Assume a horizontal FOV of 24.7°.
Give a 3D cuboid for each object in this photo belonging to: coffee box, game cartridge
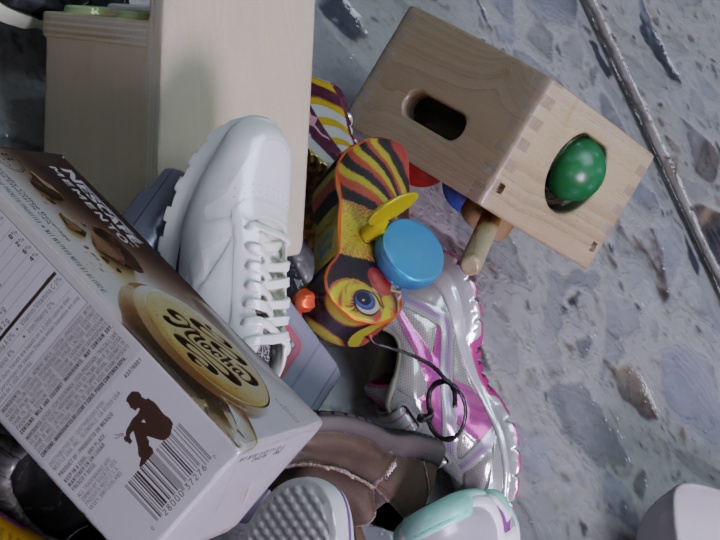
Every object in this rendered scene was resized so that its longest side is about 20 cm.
[{"bbox_3d":[-0.128,0.036,0.789,0.200,0.080,0.113,45,13,13],"label":"coffee box"},{"bbox_3d":[-0.093,0.055,0.950,0.134,0.041,0.200,-54,135,-20],"label":"game cartridge"}]

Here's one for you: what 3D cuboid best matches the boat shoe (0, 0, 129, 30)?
[{"bbox_3d":[-0.184,-0.191,1.034,0.075,0.066,0.199,56,15,12],"label":"boat shoe"}]

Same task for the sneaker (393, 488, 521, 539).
[{"bbox_3d":[0.089,0.224,1.015,0.200,0.077,0.141,53,13,-57],"label":"sneaker"}]

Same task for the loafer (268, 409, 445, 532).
[{"bbox_3d":[-0.014,0.122,0.970,0.199,0.073,0.072,18,76,-50],"label":"loafer"}]

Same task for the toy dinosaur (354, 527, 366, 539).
[{"bbox_3d":[0.014,0.218,1.038,0.201,0.060,0.106,66,9,5],"label":"toy dinosaur"}]

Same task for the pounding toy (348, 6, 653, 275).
[{"bbox_3d":[0.098,-0.075,1.199,0.200,0.143,0.184,35,6,41],"label":"pounding toy"}]

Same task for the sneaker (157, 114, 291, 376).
[{"bbox_3d":[-0.067,0.016,0.882,0.076,0.080,0.202,19,84,-48],"label":"sneaker"}]

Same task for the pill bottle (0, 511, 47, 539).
[{"bbox_3d":[-0.181,0.175,0.799,0.200,0.104,0.105,37,42,-25],"label":"pill bottle"}]

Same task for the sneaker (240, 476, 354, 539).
[{"bbox_3d":[-0.021,0.211,0.937,0.114,0.072,0.202,-2,104,-53],"label":"sneaker"}]

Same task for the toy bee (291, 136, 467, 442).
[{"bbox_3d":[0.000,0.000,1.043,0.108,0.131,0.201,5,38,-31],"label":"toy bee"}]

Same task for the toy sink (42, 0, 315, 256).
[{"bbox_3d":[-0.113,-0.109,1.001,0.130,0.111,0.202,-10,107,-50],"label":"toy sink"}]

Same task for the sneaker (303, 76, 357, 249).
[{"bbox_3d":[-0.023,-0.083,1.174,0.200,0.075,0.090,50,44,-11],"label":"sneaker"}]

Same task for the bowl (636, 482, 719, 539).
[{"bbox_3d":[0.286,0.279,1.266,0.199,0.074,0.201,22,49,-37],"label":"bowl"}]

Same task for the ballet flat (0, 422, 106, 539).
[{"bbox_3d":[-0.155,0.119,0.859,0.057,0.067,0.200,36,-3,31],"label":"ballet flat"}]

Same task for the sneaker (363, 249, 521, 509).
[{"bbox_3d":[0.049,0.093,1.138,0.088,0.081,0.202,-16,91,-14],"label":"sneaker"}]
